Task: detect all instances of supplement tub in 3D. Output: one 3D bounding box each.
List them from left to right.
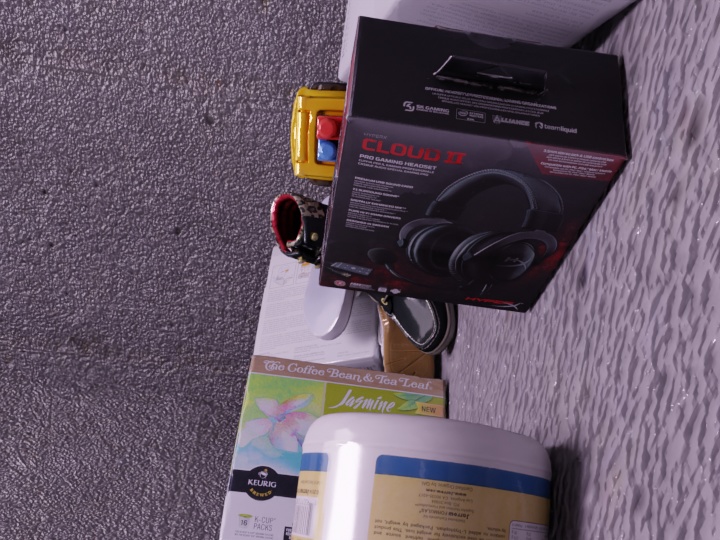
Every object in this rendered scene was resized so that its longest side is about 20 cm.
[{"bbox_3d":[0.028,0.188,0.466,0.145,0.144,0.201,111,167,-74],"label":"supplement tub"}]

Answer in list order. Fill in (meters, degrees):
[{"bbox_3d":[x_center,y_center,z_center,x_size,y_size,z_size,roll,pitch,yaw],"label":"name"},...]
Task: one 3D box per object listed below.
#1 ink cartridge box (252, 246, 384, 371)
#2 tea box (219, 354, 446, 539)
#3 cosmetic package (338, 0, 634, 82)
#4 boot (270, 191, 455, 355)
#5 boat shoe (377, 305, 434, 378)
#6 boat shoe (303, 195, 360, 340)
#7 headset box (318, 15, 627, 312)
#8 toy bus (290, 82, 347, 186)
[{"bbox_3d":[-0.044,0.046,1.041,0.050,0.161,0.201,61,-154,-44],"label":"ink cartridge box"},{"bbox_3d":[-0.026,0.208,0.830,0.134,0.199,0.197,102,174,-51],"label":"tea box"},{"bbox_3d":[0.076,-0.235,0.540,0.200,0.122,0.200,150,129,-72],"label":"cosmetic package"},{"bbox_3d":[-0.001,0.001,0.872,0.074,0.153,0.204,-54,43,27],"label":"boot"},{"bbox_3d":[0.050,0.067,0.962,0.069,0.070,0.201,92,-177,-50],"label":"boat shoe"},{"bbox_3d":[-0.017,-0.001,0.987,0.073,0.065,0.201,-26,45,37],"label":"boat shoe"},{"bbox_3d":[0.058,-0.059,0.510,0.200,0.148,0.078,106,171,-60],"label":"headset box"},{"bbox_3d":[0.006,-0.168,1.069,0.192,0.199,0.136,-92,6,-80],"label":"toy bus"}]
